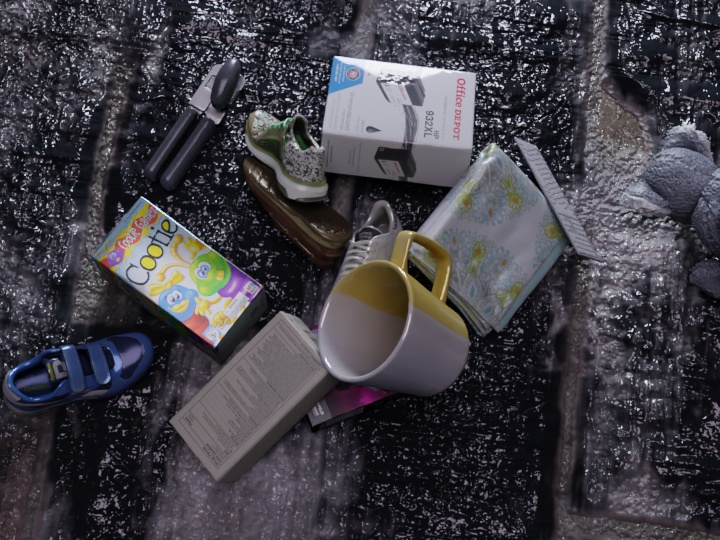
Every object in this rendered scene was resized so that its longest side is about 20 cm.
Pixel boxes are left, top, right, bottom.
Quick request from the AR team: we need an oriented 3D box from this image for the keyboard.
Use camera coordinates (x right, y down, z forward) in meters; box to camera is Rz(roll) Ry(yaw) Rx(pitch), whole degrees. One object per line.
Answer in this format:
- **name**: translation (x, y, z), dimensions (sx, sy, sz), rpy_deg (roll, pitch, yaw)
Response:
- **keyboard**: translation (0.263, -0.097, 1.599), dimensions (0.011, 0.056, 0.200), rpy_deg (-37, 59, 23)

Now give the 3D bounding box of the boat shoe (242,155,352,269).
- **boat shoe**: translation (-0.094, -0.078, 1.588), dimensions (0.072, 0.068, 0.200), rpy_deg (-19, 53, -41)

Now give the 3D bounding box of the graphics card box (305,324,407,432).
- **graphics card box**: translation (0.006, 0.115, 1.545), dimensions (0.199, 0.051, 0.126), rpy_deg (-20, 75, -7)

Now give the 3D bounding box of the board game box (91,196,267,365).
- **board game box**: translation (-0.231, 0.016, 1.539), dimensions (0.200, 0.105, 0.103), rpy_deg (36, 75, 9)

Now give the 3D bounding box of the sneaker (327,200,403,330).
- **sneaker**: translation (0.000, 0.000, 1.535), dimensions (0.076, 0.081, 0.200), rpy_deg (9, 51, 19)

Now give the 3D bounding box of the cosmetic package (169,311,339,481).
- **cosmetic package**: translation (-0.126, 0.158, 1.481), dimensions (0.200, 0.073, 0.104), rpy_deg (-44, 72, 6)

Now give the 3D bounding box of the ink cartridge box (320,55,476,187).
- **ink cartridge box**: translation (0.052, -0.201, 1.609), dimensions (0.199, 0.084, 0.145), rpy_deg (7, 54, 0)

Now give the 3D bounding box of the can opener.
- **can opener**: translation (-0.226, -0.205, 1.627), dimensions (0.053, 0.067, 0.200), rpy_deg (29, 74, 8)

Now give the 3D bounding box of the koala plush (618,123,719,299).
- **koala plush**: translation (0.460, -0.098, 1.575), dimensions (0.200, 0.184, 0.177), rpy_deg (36, 74, 21)

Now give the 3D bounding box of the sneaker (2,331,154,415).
- **sneaker**: translation (-0.358, 0.129, 1.512), dimensions (0.199, 0.082, 0.074), rpy_deg (-21, 73, -10)

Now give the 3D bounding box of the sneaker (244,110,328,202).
- **sneaker**: translation (-0.089, -0.174, 1.582), dimensions (0.077, 0.089, 0.200), rpy_deg (-3, 36, -33)

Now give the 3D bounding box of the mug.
- **mug**: translation (0.064, 0.069, 1.440), dimensions (0.187, 0.153, 0.149), rpy_deg (-53, 42, 12)

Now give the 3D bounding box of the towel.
- **towel**: translation (0.171, -0.037, 1.560), dimensions (0.171, 0.048, 0.200), rpy_deg (45, 73, -21)
